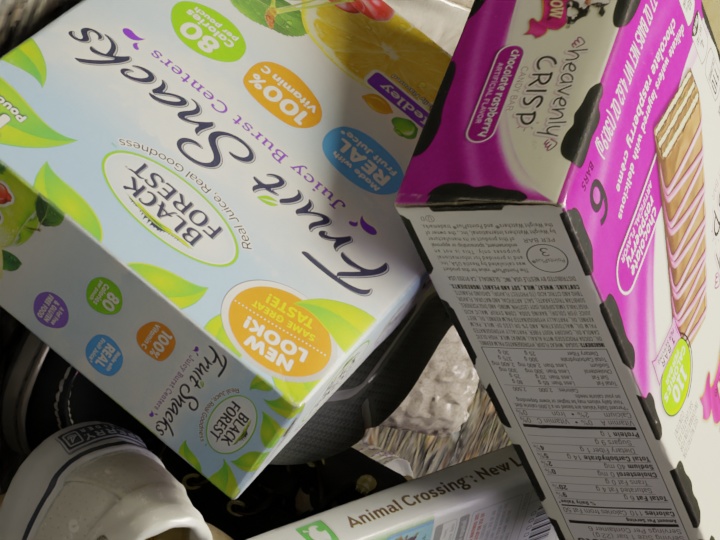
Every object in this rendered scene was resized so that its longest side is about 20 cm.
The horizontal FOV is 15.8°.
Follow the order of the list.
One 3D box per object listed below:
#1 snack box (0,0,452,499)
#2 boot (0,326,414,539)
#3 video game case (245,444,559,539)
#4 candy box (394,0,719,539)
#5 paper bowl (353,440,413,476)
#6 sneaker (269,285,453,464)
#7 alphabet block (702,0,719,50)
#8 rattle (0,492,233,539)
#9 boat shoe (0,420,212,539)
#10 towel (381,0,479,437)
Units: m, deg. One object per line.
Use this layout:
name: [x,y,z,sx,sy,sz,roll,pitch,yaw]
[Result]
snack box: [-0.039,-0.033,0.838,0.053,0.142,0.200,-55,174,37]
boot: [-0.042,0.071,0.962,0.074,0.153,0.204,-64,164,-13]
video game case: [-0.011,0.161,0.935,0.182,0.022,0.200,-16,134,-38]
candy box: [0.088,-0.006,0.875,0.200,0.061,0.137,63,38,-44]
paper bowl: [-0.027,0.179,1.265,0.201,0.104,0.201,-57,160,-33]
sneaker: [0.000,0.000,0.948,0.200,0.080,0.071,-40,155,-41]
alphabet block: [0.108,-0.088,1.150,0.196,0.195,0.200,-26,135,-65]
rattle: [-0.149,0.103,0.887,0.200,0.143,0.130,7,124,-36]
boat shoe: [-0.083,0.155,0.817,0.074,0.086,0.202,2,113,-40]
towel: [0.008,-0.031,1.039,0.034,0.132,0.200,-109,-146,-67]
